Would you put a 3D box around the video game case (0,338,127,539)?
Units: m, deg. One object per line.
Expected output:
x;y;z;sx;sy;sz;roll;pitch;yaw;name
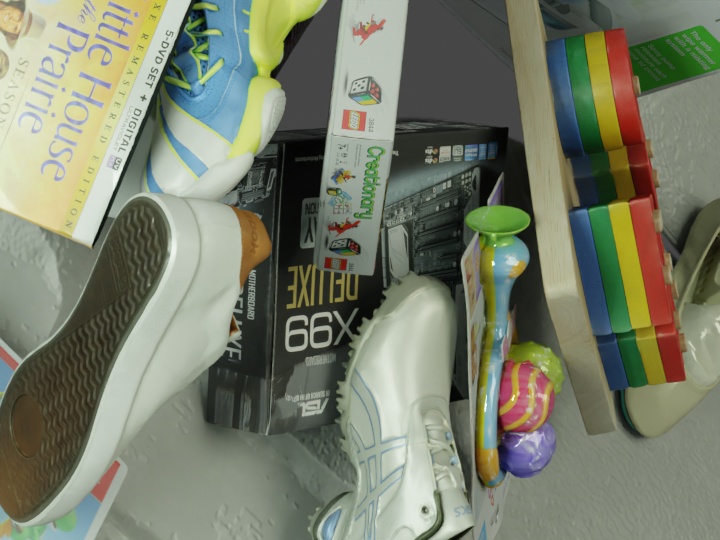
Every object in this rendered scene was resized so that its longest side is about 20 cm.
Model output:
-0.197;0.129;1.392;0.143;0.017;0.201;48;47;-29;video game case

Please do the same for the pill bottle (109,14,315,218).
-0.094;-0.127;1.511;0.114;0.114;0.200;52;45;-25;pill bottle

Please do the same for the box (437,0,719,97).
0.143;-0.203;1.759;0.200;0.176;0.097;40;51;-36;box

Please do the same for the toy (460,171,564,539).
0.087;0.060;1.611;0.115;0.047;0.201;-63;150;-60;toy

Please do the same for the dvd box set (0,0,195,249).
-0.187;-0.114;1.334;0.199;0.029;0.147;23;90;-2;dvd box set

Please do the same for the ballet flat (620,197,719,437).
0.226;0.023;1.874;0.070;0.069;0.201;49;47;-28;ballet flat

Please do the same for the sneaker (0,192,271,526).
-0.104;0.048;1.366;0.084;0.200;0.073;1;46;-43;sneaker

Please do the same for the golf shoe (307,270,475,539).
0.033;0.105;1.553;0.078;0.097;0.201;2;103;-49;golf shoe

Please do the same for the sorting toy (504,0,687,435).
0.142;-0.037;1.693;0.199;0.069;0.201;67;16;-61;sorting toy

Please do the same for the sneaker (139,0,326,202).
-0.082;-0.120;1.393;0.105;0.076;0.201;42;50;-26;sneaker

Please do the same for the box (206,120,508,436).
0.000;0.000;1.599;0.199;0.050;0.159;-6;102;-50;box

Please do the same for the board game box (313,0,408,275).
0.005;-0.116;1.482;0.126;0.034;0.201;98;-2;-60;board game box
